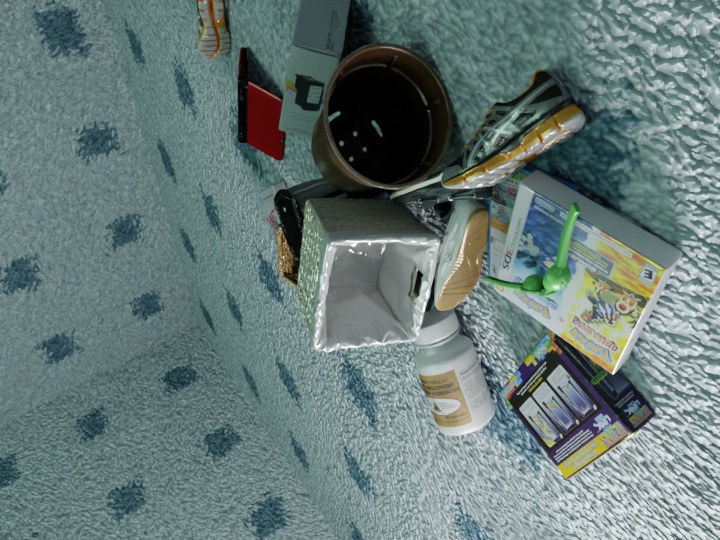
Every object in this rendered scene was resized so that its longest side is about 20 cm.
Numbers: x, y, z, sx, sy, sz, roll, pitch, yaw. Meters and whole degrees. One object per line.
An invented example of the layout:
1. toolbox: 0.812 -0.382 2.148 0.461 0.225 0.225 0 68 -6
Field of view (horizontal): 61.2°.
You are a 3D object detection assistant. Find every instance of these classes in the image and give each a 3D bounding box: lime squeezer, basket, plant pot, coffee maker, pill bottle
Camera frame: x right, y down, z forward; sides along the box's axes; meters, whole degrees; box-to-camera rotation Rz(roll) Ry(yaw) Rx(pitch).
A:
1. lime squeezer: 0.217 0.001 0.753 0.071 0.037 0.200 54 150 10
2. basket: -0.086 -0.012 1.284 0.145 0.146 0.202 59 158 25
3. plant pot: 0.013 -0.212 0.946 0.205 0.196 0.198 66 162 -5
4. basket: 0.000 0.000 1.004 0.162 0.194 0.203 -126 39 -53
5. coffee maker: -0.040 -0.094 1.136 0.134 0.196 0.197 36 143 48
6. pill bottle: 0.159 0.177 1.090 0.114 0.112 0.205 -2 111 63

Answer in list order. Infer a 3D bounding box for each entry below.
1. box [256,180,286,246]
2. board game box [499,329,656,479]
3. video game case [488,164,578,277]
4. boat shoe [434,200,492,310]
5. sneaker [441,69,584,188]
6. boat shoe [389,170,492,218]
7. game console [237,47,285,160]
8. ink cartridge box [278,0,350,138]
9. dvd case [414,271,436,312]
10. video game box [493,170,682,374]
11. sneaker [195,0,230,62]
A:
1. box: -0.205 -0.126 1.631 0.155 0.040 0.205 -4 108 64
2. board game box: 0.302 0.189 0.882 0.166 0.056 0.202 52 152 22
3. video game case: 0.233 -0.046 0.846 0.142 0.017 0.205 38 145 46
4. boat shoe: 0.154 -0.028 0.968 0.070 0.069 0.204 55 143 42
5. sneaker: 0.175 -0.162 0.745 0.198 0.077 0.079 -30 77 41
6. boat shoe: 0.120 -0.112 0.904 0.197 0.074 0.068 -16 102 48
7. game console: -0.238 -0.398 1.467 0.202 0.115 0.177 108 161 -56
8. ink cartridge box: -0.081 -0.352 1.038 0.201 0.080 0.150 116 163 -60
9. dvd case: 0.103 0.019 1.162 0.151 0.024 0.202 53 153 27
10. video game box: 0.267 0.003 0.760 0.199 0.046 0.185 39 146 32
11. sneaker: -0.361 -0.600 1.474 0.202 0.076 0.079 107 145 -52
